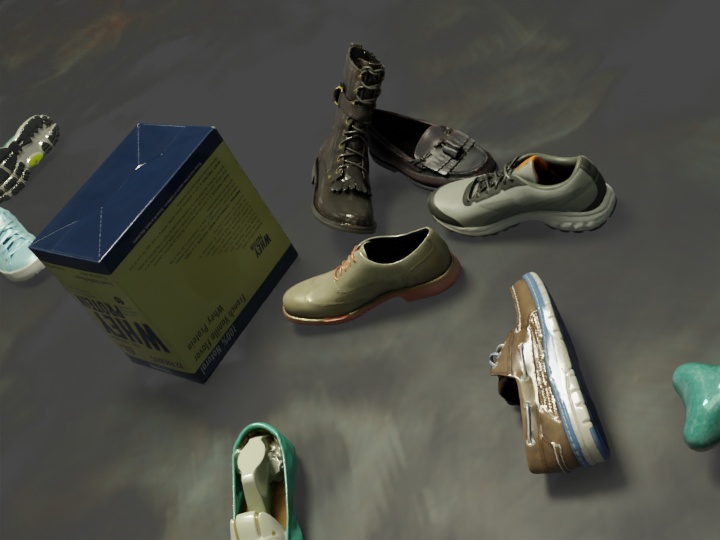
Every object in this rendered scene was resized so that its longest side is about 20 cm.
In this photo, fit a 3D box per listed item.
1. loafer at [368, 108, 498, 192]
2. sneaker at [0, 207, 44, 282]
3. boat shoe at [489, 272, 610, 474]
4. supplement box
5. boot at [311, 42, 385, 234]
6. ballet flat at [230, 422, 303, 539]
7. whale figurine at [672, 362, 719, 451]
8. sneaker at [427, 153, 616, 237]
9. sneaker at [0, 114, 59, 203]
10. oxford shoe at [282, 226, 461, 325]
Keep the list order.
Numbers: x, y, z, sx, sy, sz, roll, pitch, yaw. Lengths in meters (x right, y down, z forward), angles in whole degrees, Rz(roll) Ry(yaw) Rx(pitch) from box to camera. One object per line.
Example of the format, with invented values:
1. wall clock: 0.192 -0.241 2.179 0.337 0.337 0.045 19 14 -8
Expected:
1. loafer: 0.071 -0.141 1.125 0.072 0.063 0.200 -46 40 -18
2. sneaker: -0.517 -0.045 1.409 0.074 0.082 0.200 -48 41 -17
3. boat shoe: 0.147 0.082 0.828 0.072 0.072 0.200 -23 39 14
4. supplement box: -0.210 -0.021 1.078 0.134 0.200 0.200 10 54 40
5. boot: -0.009 -0.153 1.105 0.069 0.175 0.200 5 33 -19
6. ballet flat: -0.089 0.215 0.850 0.067 0.071 0.200 -22 40 12
7. whale figurine: 0.323 0.068 0.698 0.199 0.104 0.160 -15 42 21
8. sneaker: 0.157 -0.085 0.996 0.199 0.079 0.074 -3 49 34
9. sneaker: -0.578 -0.175 1.614 0.080 0.078 0.200 -11 35 54
10. oxford shoe: 0.000 0.000 1.014 0.199 0.074 0.071 -19 40 17
